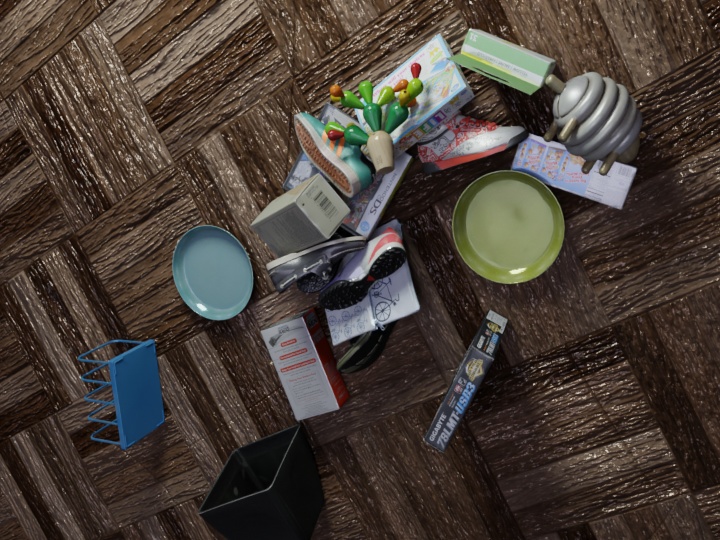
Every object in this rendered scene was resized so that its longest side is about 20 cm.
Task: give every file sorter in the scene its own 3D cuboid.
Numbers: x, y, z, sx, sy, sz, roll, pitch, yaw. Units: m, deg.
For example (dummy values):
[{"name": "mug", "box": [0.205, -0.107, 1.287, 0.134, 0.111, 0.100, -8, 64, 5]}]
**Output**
[{"name": "file sorter", "box": [-0.543, 0.272, 1.548, 0.120, 0.138, 0.206, 3, 105, 22]}]

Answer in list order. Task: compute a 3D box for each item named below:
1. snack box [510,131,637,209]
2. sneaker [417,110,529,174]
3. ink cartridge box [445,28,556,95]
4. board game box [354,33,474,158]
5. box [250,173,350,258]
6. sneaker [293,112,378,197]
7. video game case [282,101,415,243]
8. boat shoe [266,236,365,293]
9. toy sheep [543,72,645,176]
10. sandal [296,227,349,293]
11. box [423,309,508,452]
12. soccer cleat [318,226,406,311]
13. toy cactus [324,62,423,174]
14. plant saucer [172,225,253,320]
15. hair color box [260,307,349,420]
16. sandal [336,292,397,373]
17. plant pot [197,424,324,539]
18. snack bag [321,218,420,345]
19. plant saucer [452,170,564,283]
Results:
[{"name": "snack box", "box": [0.358, -0.171, 1.159, 0.196, 0.024, 0.074, 22, 111, 14]}, {"name": "sneaker", "box": [0.182, -0.243, 1.175, 0.198, 0.067, 0.110, -13, 100, 33]}, {"name": "ink cartridge box", "box": [0.225, -0.330, 1.072, 0.143, 0.200, 0.049, 27, 114, 12]}, {"name": "board game box", "box": [0.087, -0.292, 1.183, 0.198, 0.034, 0.137, -35, 56, 24]}, {"name": "box", "box": [-0.115, -0.095, 1.264, 0.095, 0.078, 0.198, 48, 151, -17]}, {"name": "sneaker", "box": [-0.043, -0.219, 1.239, 0.201, 0.079, 0.072, 50, 155, 21]}, {"name": "video game case", "box": [-0.024, -0.182, 1.277, 0.198, 0.025, 0.183, 33, 100, 11]}, {"name": "boat shoe", "box": [-0.076, -0.012, 1.259, 0.195, 0.073, 0.064, -18, 85, 11]}, {"name": "toy sheep", "box": [0.365, -0.238, 1.078, 0.198, 0.139, 0.138, 33, 115, -21]}, {"name": "sandal", "box": [-0.058, -0.045, 1.318, 0.074, 0.045, 0.204, 24, 83, 15]}, {"name": "box", "box": [0.192, 0.192, 1.219, 0.049, 0.198, 0.204, 27, 112, 13]}, {"name": "soccer cleat", "box": [0.000, 0.000, 1.272, 0.199, 0.074, 0.068, -38, 128, 21]}, {"name": "toy cactus", "box": [0.025, -0.247, 1.141, 0.196, 0.102, 0.169, -18, 74, 17]}, {"name": "plant saucer", "box": [-0.309, 0.003, 1.452, 0.195, 0.027, 0.206, 5, 105, 20]}, {"name": "hair color box", "box": [-0.113, 0.193, 1.408, 0.109, 0.064, 0.204, -18, 98, 24]}, {"name": "sandal", "box": [0.019, 0.117, 1.341, 0.057, 0.079, 0.203, 40, 101, 40]}, {"name": "plant pot", "box": [-0.187, 0.482, 1.450, 0.196, 0.201, 0.180, -24, 108, 23]}, {"name": "snack bag", "box": [0.010, 0.023, 1.301, 0.196, 0.021, 0.193, -21, 71, 24]}, {"name": "plant saucer", "box": [0.261, -0.078, 1.210, 0.195, 0.031, 0.205, 7, 110, 20]}]
